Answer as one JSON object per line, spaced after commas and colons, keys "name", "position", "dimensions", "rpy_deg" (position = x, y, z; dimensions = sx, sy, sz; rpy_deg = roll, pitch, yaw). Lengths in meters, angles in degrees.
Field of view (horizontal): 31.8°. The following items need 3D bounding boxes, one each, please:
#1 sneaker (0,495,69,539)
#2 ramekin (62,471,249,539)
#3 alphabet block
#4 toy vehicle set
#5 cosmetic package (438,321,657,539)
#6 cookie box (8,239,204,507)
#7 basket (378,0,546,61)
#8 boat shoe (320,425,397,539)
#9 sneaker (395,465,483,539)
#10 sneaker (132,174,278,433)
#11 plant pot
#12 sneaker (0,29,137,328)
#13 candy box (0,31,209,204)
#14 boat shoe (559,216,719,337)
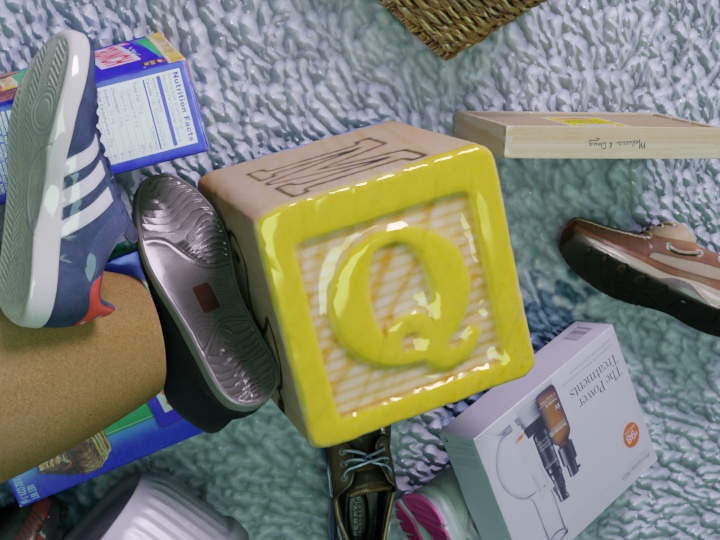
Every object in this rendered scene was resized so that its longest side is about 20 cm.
{"name": "sneaker", "position": [-0.343, 0.247, 1.067], "dimensions": [0.200, 0.071, 0.098], "rpy_deg": [-38, 111, -2]}
{"name": "ramekin", "position": [-0.196, 0.260, 1.049], "dimensions": [0.105, 0.200, 0.200], "rpy_deg": [44, 89, -10]}
{"name": "alphabet block", "position": [0.000, 0.000, 1.024], "dimensions": [0.196, 0.200, 0.196], "rpy_deg": [-20, 107, -15]}
{"name": "toy vehicle set", "position": [0.195, -0.118, 1.095], "dimensions": [0.199, 0.124, 0.027], "rpy_deg": [-1, 103, -14]}
{"name": "cosmetic package", "position": [0.176, 0.161, 1.155], "dimensions": [0.200, 0.052, 0.151], "rpy_deg": [-34, 113, -32]}
{"name": "cookie box", "position": [-0.221, 0.076, 1.058], "dimensions": [0.199, 0.075, 0.172], "rpy_deg": [-22, 106, -10]}
{"name": "basket", "position": [0.073, -0.305, 1.053], "dimensions": [0.200, 0.149, 0.143], "rpy_deg": [39, 58, -19]}
{"name": "boat shoe", "position": [0.003, 0.177, 1.142], "dimensions": [0.072, 0.072, 0.201], "rpy_deg": [-10, 105, -12]}
{"name": "sneaker", "position": [0.103, 0.265, 1.183], "dimensions": [0.088, 0.081, 0.201], "rpy_deg": [-38, 129, -32]}
{"name": "sneaker", "position": [-0.142, 0.031, 0.997], "dimensions": [0.075, 0.106, 0.201], "rpy_deg": [-15, 76, -34]}
{"name": "plant pot", "position": [-0.252, 0.067, 0.929], "dimensions": [0.199, 0.186, 0.187], "rpy_deg": [-12, 106, -25]}
{"name": "sneaker", "position": [-0.191, -0.060, 0.866], "dimensions": [0.084, 0.075, 0.201], "rpy_deg": [5, 96, -40]}
{"name": "candy box", "position": [-0.228, -0.115, 0.962], "dimensions": [0.199, 0.169, 0.077], "rpy_deg": [-15, 109, -11]}
{"name": "boat shoe", "position": [0.281, -0.006, 1.179], "dimensions": [0.199, 0.076, 0.074], "rpy_deg": [24, 68, -10]}
